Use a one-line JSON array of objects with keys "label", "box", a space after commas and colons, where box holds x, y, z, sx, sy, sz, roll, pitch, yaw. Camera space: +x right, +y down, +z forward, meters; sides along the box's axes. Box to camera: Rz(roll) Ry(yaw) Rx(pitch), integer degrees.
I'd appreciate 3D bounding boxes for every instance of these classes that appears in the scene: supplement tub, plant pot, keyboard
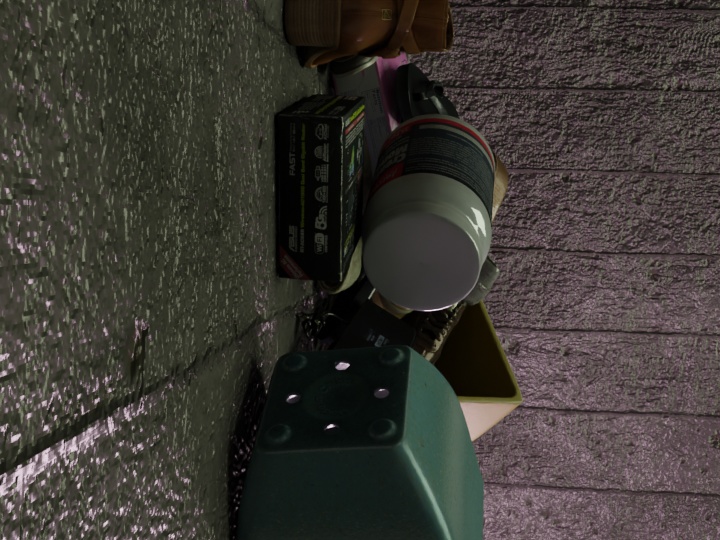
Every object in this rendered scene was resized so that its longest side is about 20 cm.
[{"label": "supplement tub", "box": [0.075, -0.067, 1.053, 0.201, 0.138, 0.142, -76, 167, -53]}, {"label": "plant pot", "box": [-0.004, 0.176, 0.795, 0.197, 0.193, 0.202, -80, 162, -54]}, {"label": "plant pot", "box": [0.068, 0.156, 1.328, 0.201, 0.192, 0.197, -58, -142, 39]}, {"label": "keyboard", "box": [-0.004, 0.071, 1.056, 0.021, 0.126, 0.200, -58, 178, 17]}]

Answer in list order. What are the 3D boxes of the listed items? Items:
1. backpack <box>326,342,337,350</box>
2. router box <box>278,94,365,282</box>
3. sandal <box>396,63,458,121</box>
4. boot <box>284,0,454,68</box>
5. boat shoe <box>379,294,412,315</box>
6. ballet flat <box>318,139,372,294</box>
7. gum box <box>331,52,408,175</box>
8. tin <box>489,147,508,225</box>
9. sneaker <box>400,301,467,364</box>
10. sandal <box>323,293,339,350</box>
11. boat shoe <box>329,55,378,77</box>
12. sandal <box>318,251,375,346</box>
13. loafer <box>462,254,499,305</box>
[{"label": "backpack", "box": [0.001, 0.173, 1.081, 0.201, 0.124, 0.169, -75, 167, -53]}, {"label": "router box", "box": [-0.035, -0.089, 0.952, 0.200, 0.061, 0.152, -69, 161, -74]}, {"label": "sandal", "box": [0.096, -0.216, 1.245, 0.199, 0.042, 0.077, 13, 70, -63]}, {"label": "boot", "box": [0.016, -0.242, 0.949, 0.200, 0.153, 0.078, -27, 119, -84]}, {"label": "boat shoe", "box": [0.047, -0.006, 1.273, 0.065, 0.072, 0.201, -46, -156, 34]}, {"label": "ballet flat", "box": [-0.023, -0.068, 1.108, 0.062, 0.066, 0.203, -45, 137, -63]}, {"label": "gum box", "box": [0.030, -0.183, 1.245, 0.113, 0.065, 0.203, -30, 109, -64]}, {"label": "tin", "box": [0.114, -0.064, 1.189, 0.042, 0.111, 0.202, 37, 71, -33]}, {"label": "sneaker", "box": [0.089, 0.059, 1.223, 0.076, 0.070, 0.201, -58, 179, 39]}, {"label": "sandal", "box": [-0.013, 0.114, 1.227, 0.078, 0.068, 0.214, 85, 9, -52]}, {"label": "boat shoe", "box": [-0.014, -0.284, 1.164, 0.057, 0.066, 0.201, 61, 14, -22]}, {"label": "sandal", "box": [0.000, 0.000, 1.190, 0.076, 0.043, 0.202, -28, -151, 57]}, {"label": "loafer", "box": [0.135, -0.040, 1.238, 0.070, 0.070, 0.201, 33, 27, -34]}]
